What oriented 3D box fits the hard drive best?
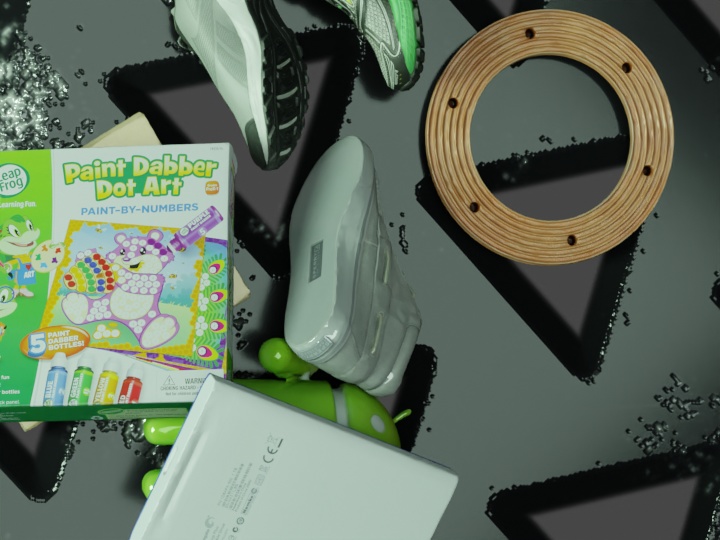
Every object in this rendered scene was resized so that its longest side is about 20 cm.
[{"bbox_3d":[-0.045,0.167,1.308,0.200,0.025,0.132,24,96,-22],"label":"hard drive"}]

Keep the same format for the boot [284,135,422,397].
[{"bbox_3d":[0.000,0.000,1.397,0.096,0.073,0.200,36,47,-34],"label":"boot"}]

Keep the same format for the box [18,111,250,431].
[{"bbox_3d":[-0.209,0.001,1.405,0.200,0.021,0.164,-31,94,-6],"label":"box"}]

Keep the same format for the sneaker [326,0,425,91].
[{"bbox_3d":[-0.013,-0.223,1.415,0.085,0.078,0.200,-29,85,-1],"label":"sneaker"}]

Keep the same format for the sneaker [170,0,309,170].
[{"bbox_3d":[-0.096,-0.172,1.406,0.079,0.074,0.201,-11,102,27],"label":"sneaker"}]

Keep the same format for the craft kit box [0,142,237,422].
[{"bbox_3d":[-0.189,0.008,1.340,0.200,0.049,0.198,-2,68,3],"label":"craft kit box"}]

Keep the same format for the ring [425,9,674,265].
[{"bbox_3d":[0.148,-0.104,1.461,0.200,0.019,0.201,0,90,-10],"label":"ring"}]

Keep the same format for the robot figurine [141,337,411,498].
[{"bbox_3d":[-0.061,0.139,1.380,0.200,0.116,0.176,2,84,-9],"label":"robot figurine"}]
